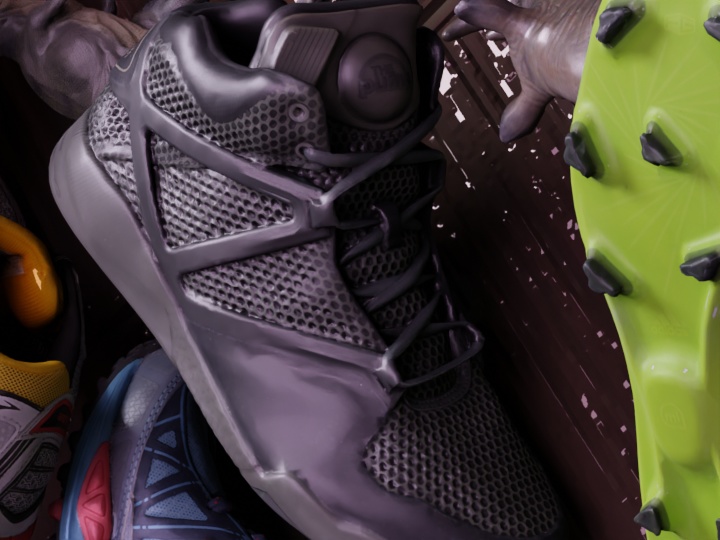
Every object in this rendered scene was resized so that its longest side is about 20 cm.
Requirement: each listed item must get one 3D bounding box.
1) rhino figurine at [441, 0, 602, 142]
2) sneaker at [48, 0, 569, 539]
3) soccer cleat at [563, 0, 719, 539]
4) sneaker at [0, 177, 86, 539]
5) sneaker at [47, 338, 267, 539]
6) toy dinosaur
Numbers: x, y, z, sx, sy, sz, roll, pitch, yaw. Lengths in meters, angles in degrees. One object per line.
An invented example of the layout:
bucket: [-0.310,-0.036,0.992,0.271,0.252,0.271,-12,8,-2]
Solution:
rhino figurine: [0.100,-0.068,0.708,0.200,0.060,0.087,2,39,39]
sneaker: [0.000,0.000,0.758,0.200,0.076,0.114,52,132,18]
soccer cleat: [0.098,0.002,0.665,0.067,0.081,0.200,13,121,40]
sneaker: [-0.117,0.011,0.841,0.082,0.078,0.200,-61,25,22]
sneaker: [-0.034,0.118,0.806,0.095,0.079,0.200,-7,78,16]
toy dinosaur: [-0.055,-0.069,0.858,0.200,0.047,0.088,36,89,19]
